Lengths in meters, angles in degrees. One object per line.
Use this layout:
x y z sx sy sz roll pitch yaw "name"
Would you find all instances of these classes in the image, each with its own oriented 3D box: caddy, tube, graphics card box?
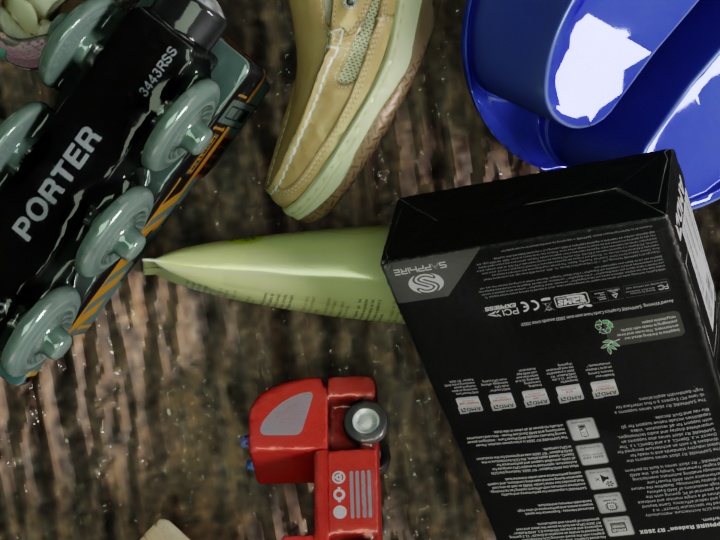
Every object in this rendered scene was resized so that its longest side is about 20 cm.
0.136 -0.124 0.794 0.141 0.105 0.200 38 96 -31 "caddy"
0.000 0.000 0.825 0.197 0.052 0.058 1 134 -5 "tube"
0.099 0.049 0.787 0.124 0.051 0.201 -9 127 22 "graphics card box"

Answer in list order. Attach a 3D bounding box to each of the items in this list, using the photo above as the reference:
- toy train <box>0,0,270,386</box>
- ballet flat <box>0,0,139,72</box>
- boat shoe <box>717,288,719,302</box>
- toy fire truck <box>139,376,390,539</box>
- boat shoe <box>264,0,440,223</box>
-0.117 -0.035 0.790 0.085 0.114 0.201 37 97 9 "toy train"
-0.088 -0.162 0.794 0.200 0.071 0.069 -45 97 4 "ballet flat"
0.208 -0.021 0.828 0.071 0.066 0.203 16 99 -6 "boat shoe"
-0.054 0.145 0.808 0.139 0.049 0.202 -2 64 1 "toy fire truck"
-0.006 -0.124 0.802 0.076 0.072 0.202 25 87 -18 "boat shoe"
